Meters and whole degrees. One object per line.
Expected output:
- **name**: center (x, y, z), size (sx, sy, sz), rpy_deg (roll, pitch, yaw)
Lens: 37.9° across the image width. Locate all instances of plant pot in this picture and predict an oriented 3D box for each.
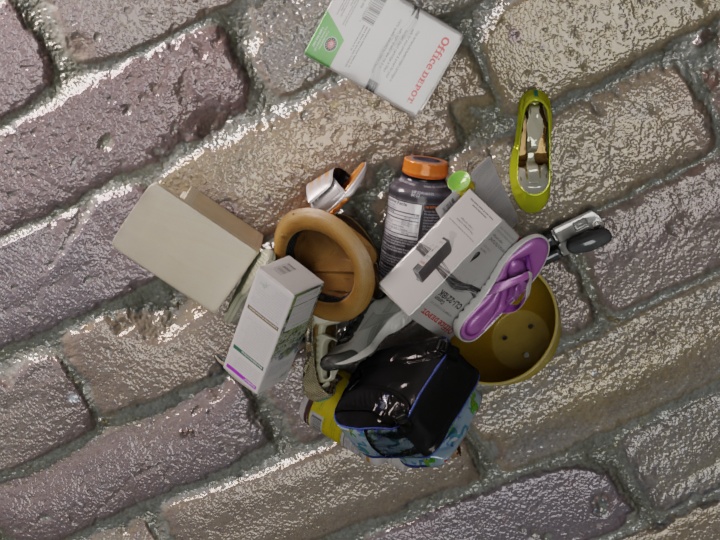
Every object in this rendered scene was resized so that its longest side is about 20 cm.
- **plant pot**: center (0.235, 0.096, 1.673), size (0.200, 0.142, 0.200), rpy_deg (-8, 71, 24)

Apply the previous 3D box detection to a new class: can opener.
- **can opener**: center (0.303, -0.035, 1.692), size (0.200, 0.066, 0.053), rpy_deg (-25, 104, 14)

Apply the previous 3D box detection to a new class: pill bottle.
- **pill bottle**: center (0.007, 0.247, 1.726), size (0.200, 0.109, 0.109), rpy_deg (29, 106, 19)
- **pill bottle**: center (0.092, -0.080, 1.665), size (0.106, 0.106, 0.200), rpy_deg (8, 106, 1)

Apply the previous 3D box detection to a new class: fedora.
- **fedora**: center (-0.042, -0.018, 1.624), size (0.201, 0.082, 0.201), rpy_deg (20, 124, 33)

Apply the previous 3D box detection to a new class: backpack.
- **backpack**: center (0.069, 0.207, 1.584), size (0.200, 0.183, 0.147), rpy_deg (-10, 128, 48)

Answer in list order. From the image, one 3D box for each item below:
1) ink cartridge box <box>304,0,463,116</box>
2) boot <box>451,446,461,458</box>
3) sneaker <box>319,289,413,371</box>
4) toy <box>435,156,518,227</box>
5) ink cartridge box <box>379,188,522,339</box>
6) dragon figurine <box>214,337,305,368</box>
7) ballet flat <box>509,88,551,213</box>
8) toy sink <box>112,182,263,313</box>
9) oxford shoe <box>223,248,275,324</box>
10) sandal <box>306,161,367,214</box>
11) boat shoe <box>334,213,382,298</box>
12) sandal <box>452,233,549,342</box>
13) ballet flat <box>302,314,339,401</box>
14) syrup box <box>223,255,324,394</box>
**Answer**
- **ink cartridge box**: center (0.037, -0.347, 1.604), size (0.200, 0.084, 0.146), rpy_deg (30, 105, -5)
- **boot**: center (0.089, 0.242, 1.775), size (0.107, 0.075, 0.200), rpy_deg (-18, 105, 13)
- **sneaker**: center (0.002, 0.090, 1.640), size (0.074, 0.200, 0.079), rpy_deg (-21, 105, 52)
- **toy**: center (0.174, -0.094, 1.632), size (0.115, 0.200, 0.047), rpy_deg (-45, 59, -5)
- **ink cartridge box**: center (0.146, -0.003, 1.581), size (0.200, 0.144, 0.084), rpy_deg (-46, 56, 7)
- **dragon figurine**: center (-0.138, 0.128, 1.757), size (0.200, 0.099, 0.059), rpy_deg (-18, 103, 26)
- **ballet flat**: center (0.270, -0.183, 1.647), size (0.067, 0.067, 0.200), rpy_deg (0, 106, 2)
- **toy sink**: center (-0.276, -0.050, 1.690), size (0.200, 0.112, 0.130), rpy_deg (33, 105, -11)
- **oxford shoe**: center (-0.166, 0.031, 1.696), size (0.058, 0.075, 0.200), rpy_deg (25, 140, -8)
- **sandal**: center (-0.072, -0.107, 1.680), size (0.059, 0.079, 0.207), rpy_deg (43, 105, -11)
- **boat shoe**: center (0.000, 0.001, 1.712), size (0.072, 0.068, 0.200), rpy_deg (-23, 103, 9)
- **sandal**: center (0.222, 0.036, 1.571), size (0.082, 0.050, 0.203), rpy_deg (21, 112, -43)
- **ballet flat**: center (-0.057, 0.109, 1.677), size (0.068, 0.075, 0.200), rpy_deg (6, 79, -40)
- **syrup box**: center (-0.136, 0.086, 1.624), size (0.081, 0.079, 0.200), rpy_deg (36, 122, 21)
